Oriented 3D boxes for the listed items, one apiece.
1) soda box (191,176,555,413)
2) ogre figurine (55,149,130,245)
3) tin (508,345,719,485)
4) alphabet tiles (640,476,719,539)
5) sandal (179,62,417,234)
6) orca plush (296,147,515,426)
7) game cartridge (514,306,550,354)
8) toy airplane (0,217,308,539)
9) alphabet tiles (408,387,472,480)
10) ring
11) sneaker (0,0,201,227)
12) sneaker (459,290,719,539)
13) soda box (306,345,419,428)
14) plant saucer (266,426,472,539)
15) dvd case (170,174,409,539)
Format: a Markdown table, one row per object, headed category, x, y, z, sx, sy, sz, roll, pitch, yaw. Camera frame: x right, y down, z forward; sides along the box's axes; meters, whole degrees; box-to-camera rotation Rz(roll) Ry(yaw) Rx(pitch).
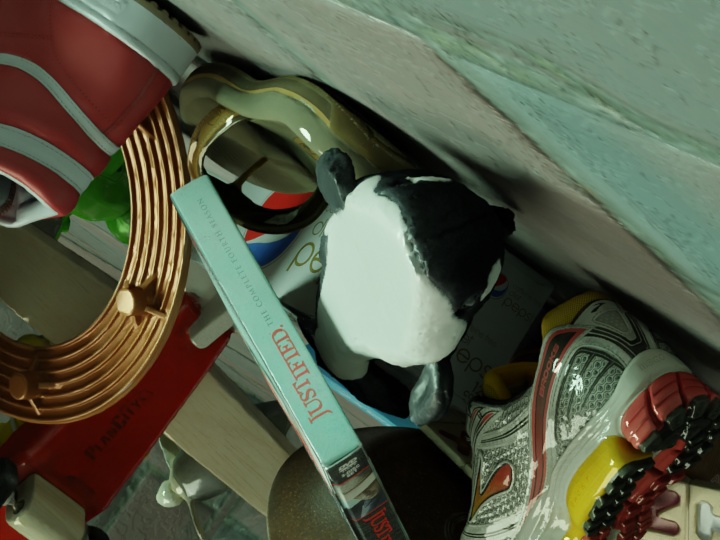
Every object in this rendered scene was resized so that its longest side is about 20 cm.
| category | x | y | z | sx | sy | sz | roll | pitch | yaw |
| --- | --- | --- | --- | --- | --- | --- | --- | --- | --- |
| soda box | 0.000 | 0.000 | 1.282 | 0.064 | 0.068 | 0.200 | 36 | 174 | -28 |
| ogre figurine | -0.156 | -0.073 | 1.477 | 0.200 | 0.098 | 0.120 | 57 | 179 | -38 |
| tin | 0.143 | 0.096 | 1.294 | 0.200 | 0.042 | 0.112 | 35 | 153 | -30 |
| alphabet tiles | 0.142 | 0.163 | 1.255 | 0.199 | 0.167 | 0.006 | 11 | -151 | 26 |
| sandal | -0.036 | -0.043 | 1.190 | 0.080 | 0.054 | 0.200 | 34 | 174 | -18 |
| orca plush | 0.031 | 0.007 | 1.098 | 0.200 | 0.071 | 0.105 | 98 | 148 | -62 |
| game cartridge | 0.056 | 0.029 | 1.398 | 0.133 | 0.042 | 0.200 | 32 | 176 | -34 |
| toy airplane | -0.119 | 0.045 | 1.435 | 0.198 | 0.201 | 0.141 | -8 | -162 | -18 |
| alphabet tiles | 0.122 | 0.119 | 1.440 | 0.167 | 0.008 | 0.200 | 8 | -151 | -50 |
| ring | -0.152 | -0.030 | 1.311 | 0.200 | 0.201 | 0.019 | 30 | -158 | 35 |
| sneaker | -0.167 | -0.091 | 1.224 | 0.200 | 0.113 | 0.071 | 29 | 173 | 39 |
| sneaker | 0.080 | 0.080 | 1.198 | 0.082 | 0.078 | 0.200 | 54 | 142 | 20 |
| soda box | 0.030 | 0.060 | 1.666 | 0.200 | 0.064 | 0.068 | 36 | 174 | -24 |
| plant saucer | 0.050 | 0.142 | 1.390 | 0.200 | 0.037 | 0.201 | 24 | -147 | -17 |
| dvd case | -0.017 | 0.065 | 1.213 | 0.146 | 0.022 | 0.200 | 59 | 178 | 31 |
